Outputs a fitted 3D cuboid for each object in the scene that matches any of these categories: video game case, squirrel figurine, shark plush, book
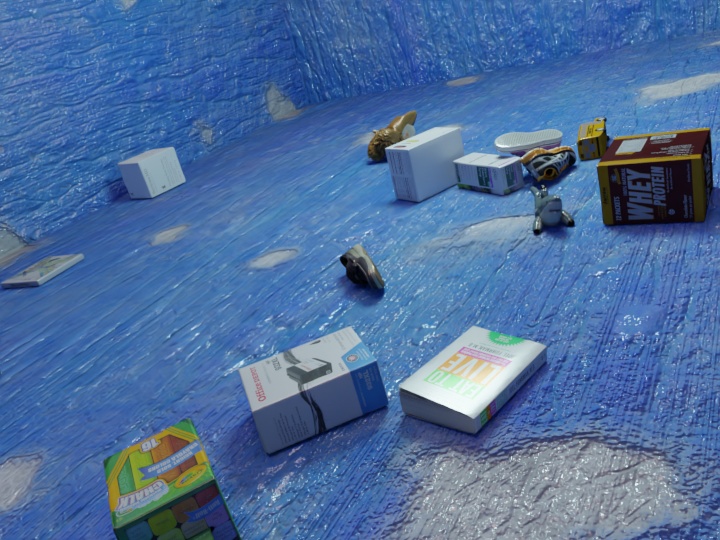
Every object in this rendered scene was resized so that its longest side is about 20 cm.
[{"bbox_3d":[-1.045,0.000,2.206,0.182,0.022,0.200,-4,25,27],"label":"video game case"},{"bbox_3d":[0.099,-0.481,2.439,0.200,0.142,0.186,-27,18,-32],"label":"squirrel figurine"},{"bbox_3d":[0.427,-0.157,1.510,0.090,0.084,0.200,-9,23,17],"label":"shark plush"},{"bbox_3d":[0.171,0.158,0.997,0.133,0.048,0.200,11,32,41],"label":"book"}]

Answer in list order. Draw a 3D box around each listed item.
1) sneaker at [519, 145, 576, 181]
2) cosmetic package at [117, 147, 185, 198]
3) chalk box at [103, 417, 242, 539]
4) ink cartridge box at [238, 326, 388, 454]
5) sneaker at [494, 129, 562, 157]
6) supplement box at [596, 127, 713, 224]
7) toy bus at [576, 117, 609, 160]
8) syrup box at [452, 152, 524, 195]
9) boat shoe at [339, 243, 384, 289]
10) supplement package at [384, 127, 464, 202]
[{"bbox_3d":[0.504,-0.277,1.770,0.199,0.078,0.078,-12,-20,-34],"label":"sneaker"},{"bbox_3d":[-0.916,-0.428,2.943,0.166,0.168,0.200,4,30,39],"label":"cosmetic package"},{"bbox_3d":[-0.225,0.298,0.815,0.124,0.124,0.200,-24,23,-18],"label":"chalk box"},{"bbox_3d":[-0.077,0.181,1.046,0.199,0.084,0.145,-20,23,-11],"label":"ink cartridge box"},{"bbox_3d":[0.452,-0.315,1.828,0.199,0.115,0.073,-6,42,-14],"label":"sneaker"},{"bbox_3d":[0.625,-0.198,1.412,0.196,0.133,0.200,0,27,33],"label":"supplement box"},{"bbox_3d":[0.662,-0.377,1.903,0.078,0.065,0.200,-7,24,24],"label":"toy bus"},{"bbox_3d":[0.348,-0.266,1.830,0.081,0.079,0.200,-25,24,-22],"label":"syrup box"},{"bbox_3d":[0.000,0.000,1.453,0.065,0.072,0.200,-29,26,-2],"label":"boat shoe"},{"bbox_3d":[0.194,-0.309,1.932,0.200,0.156,0.111,-28,25,-28],"label":"supplement package"}]
